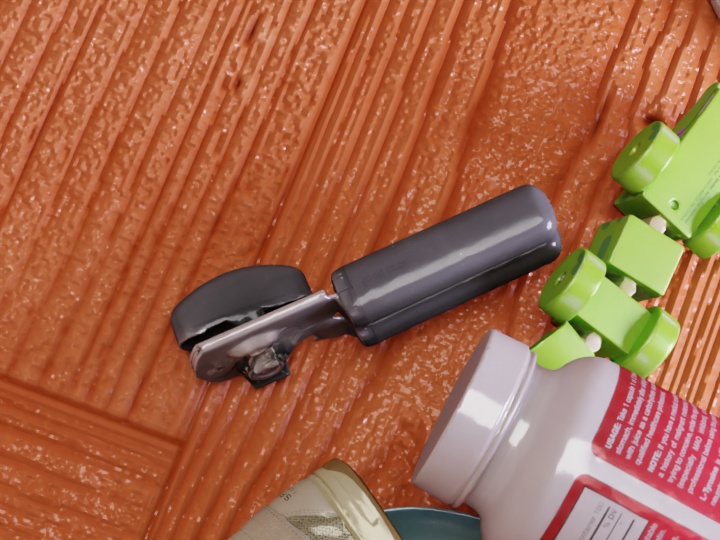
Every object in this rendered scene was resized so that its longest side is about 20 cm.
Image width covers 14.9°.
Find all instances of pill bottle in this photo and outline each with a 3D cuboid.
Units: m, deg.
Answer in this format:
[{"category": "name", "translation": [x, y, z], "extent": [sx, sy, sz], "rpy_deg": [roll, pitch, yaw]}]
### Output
[{"category": "pill bottle", "translation": [0.131, 0.112, 1.323], "extent": [0.200, 0.112, 0.112], "rpy_deg": [28, 74, -1]}]

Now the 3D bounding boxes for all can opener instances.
[{"category": "can opener", "translation": [0.000, 0.000, 1.394], "extent": [0.200, 0.053, 0.067], "rpy_deg": [-25, 66, -1]}]

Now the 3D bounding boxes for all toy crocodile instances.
[{"category": "toy crocodile", "translation": [0.140, -0.010, 1.406], "extent": [0.067, 0.062, 0.200], "rpy_deg": [37, 73, -14]}]

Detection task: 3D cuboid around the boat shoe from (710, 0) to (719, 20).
[{"category": "boat shoe", "translation": [0.211, -0.177, 1.452], "extent": [0.071, 0.069, 0.200], "rpy_deg": [-31, 76, -11]}]

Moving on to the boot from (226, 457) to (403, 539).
[{"category": "boot", "translation": [-0.023, 0.206, 1.300], "extent": [0.155, 0.072, 0.200], "rpy_deg": [-29, 70, -10]}]

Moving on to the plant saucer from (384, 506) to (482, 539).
[{"category": "plant saucer", "translation": [0.027, 0.216, 1.348], "extent": [0.200, 0.027, 0.200], "rpy_deg": [0, 72, -1]}]
